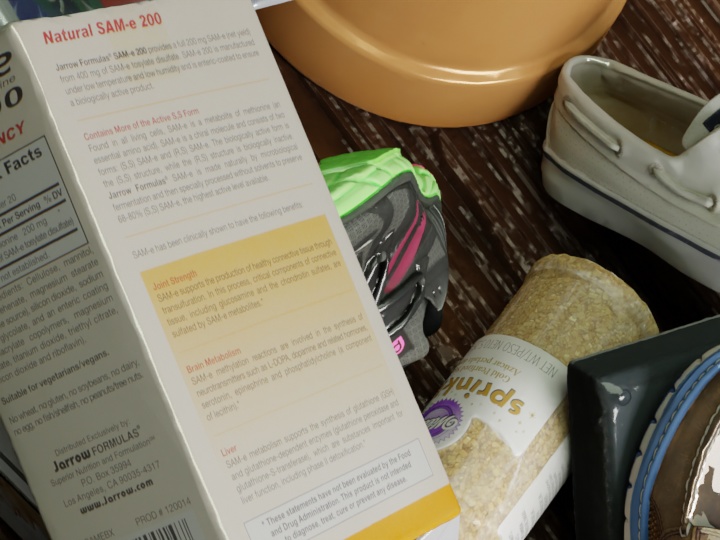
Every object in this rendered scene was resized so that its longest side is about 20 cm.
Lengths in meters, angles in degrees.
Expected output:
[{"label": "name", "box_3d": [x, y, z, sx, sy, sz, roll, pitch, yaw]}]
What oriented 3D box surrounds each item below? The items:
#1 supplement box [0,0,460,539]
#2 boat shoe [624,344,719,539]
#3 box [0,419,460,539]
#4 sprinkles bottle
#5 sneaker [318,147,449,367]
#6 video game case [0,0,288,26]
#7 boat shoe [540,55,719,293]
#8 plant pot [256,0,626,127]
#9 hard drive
[{"label": "supplement box", "box_3d": [-0.061, 0.015, 0.764, 0.126, 0.073, 0.201, -18, 85, -55]}, {"label": "boat shoe", "box_3d": [0.145, 0.129, 0.914, 0.072, 0.072, 0.202, 2, 106, -29]}, {"label": "box", "box_3d": [-0.070, 0.074, 0.883, 0.200, 0.060, 0.117, 40, 67, 22]}, {"label": "sprinkles bottle", "box_3d": [0.047, 0.084, 0.955, 0.068, 0.068, 0.200, 40, 62, 0]}, {"label": "sneaker", "box_3d": [0.000, 0.000, 0.915, 0.076, 0.200, 0.084, -18, 85, 18]}, {"label": "video game case", "box_3d": [-0.116, -0.175, 0.868, 0.182, 0.023, 0.201, -22, 77, -48]}, {"label": "boat shoe", "box_3d": [0.158, -0.041, 0.979, 0.071, 0.070, 0.199, -22, 37, -35]}, {"label": "plant pot", "box_3d": [0.047, -0.181, 1.017, 0.198, 0.140, 0.202, 6, 69, -16]}, {"label": "hard drive", "box_3d": [0.181, 0.080, 0.979, 0.199, 0.033, 0.141, -16, 114, -23]}]
